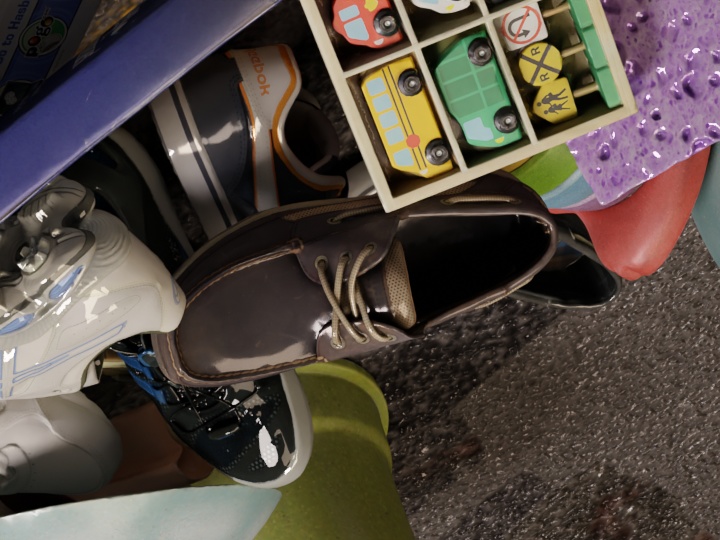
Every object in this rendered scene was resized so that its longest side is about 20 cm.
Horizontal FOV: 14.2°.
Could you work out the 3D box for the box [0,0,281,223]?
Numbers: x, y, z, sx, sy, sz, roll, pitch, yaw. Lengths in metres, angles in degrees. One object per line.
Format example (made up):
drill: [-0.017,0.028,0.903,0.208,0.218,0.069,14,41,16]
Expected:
box: [-0.088,-0.090,1.190,0.200,0.032,0.121,-37,-171,3]

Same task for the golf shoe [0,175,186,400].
golf shoe: [-0.164,0.040,1.291,0.200,0.079,0.097,-28,133,34]

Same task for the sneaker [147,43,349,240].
sneaker: [-0.041,-0.032,1.414,0.079,0.079,0.200,-22,144,-2]

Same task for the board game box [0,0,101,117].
board game box: [-0.223,-0.092,1.221,0.195,0.056,0.200,0,136,-37]

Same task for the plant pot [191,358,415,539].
plant pot: [-0.038,0.181,1.592,0.200,0.185,0.201,-20,145,-15]

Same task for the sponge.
sponge: [0.168,-0.125,1.310,0.199,0.112,0.030,-29,-177,19]

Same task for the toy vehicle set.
toy vehicle set: [0.032,-0.139,1.271,0.124,0.027,0.201,-22,110,0]

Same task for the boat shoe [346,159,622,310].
boat shoe: [0.067,-0.019,1.530,0.199,0.057,0.069,9,130,-44]

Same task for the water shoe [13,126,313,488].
water shoe: [-0.099,0.027,1.351,0.071,0.200,0.079,-31,-174,29]

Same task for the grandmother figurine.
grandmother figurine: [-0.143,0.108,1.485,0.121,0.061,0.200,36,136,-30]

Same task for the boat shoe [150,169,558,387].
boat shoe: [0.000,0.000,1.314,0.199,0.073,0.075,-23,103,-18]

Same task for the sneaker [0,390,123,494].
sneaker: [-0.213,0.095,1.376,0.199,0.100,0.078,7,138,-10]

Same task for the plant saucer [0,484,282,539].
plant saucer: [-0.134,0.145,1.434,0.200,0.039,0.201,-10,169,-2]

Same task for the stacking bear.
stacking bear: [0.067,-0.088,1.404,0.199,0.121,0.114,18,107,-38]

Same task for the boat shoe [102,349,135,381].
boat shoe: [-0.140,0.020,1.419,0.063,0.074,0.200,-21,161,32]

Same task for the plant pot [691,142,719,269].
plant pot: [0.240,-0.087,1.484,0.200,0.134,0.200,-33,163,-11]
